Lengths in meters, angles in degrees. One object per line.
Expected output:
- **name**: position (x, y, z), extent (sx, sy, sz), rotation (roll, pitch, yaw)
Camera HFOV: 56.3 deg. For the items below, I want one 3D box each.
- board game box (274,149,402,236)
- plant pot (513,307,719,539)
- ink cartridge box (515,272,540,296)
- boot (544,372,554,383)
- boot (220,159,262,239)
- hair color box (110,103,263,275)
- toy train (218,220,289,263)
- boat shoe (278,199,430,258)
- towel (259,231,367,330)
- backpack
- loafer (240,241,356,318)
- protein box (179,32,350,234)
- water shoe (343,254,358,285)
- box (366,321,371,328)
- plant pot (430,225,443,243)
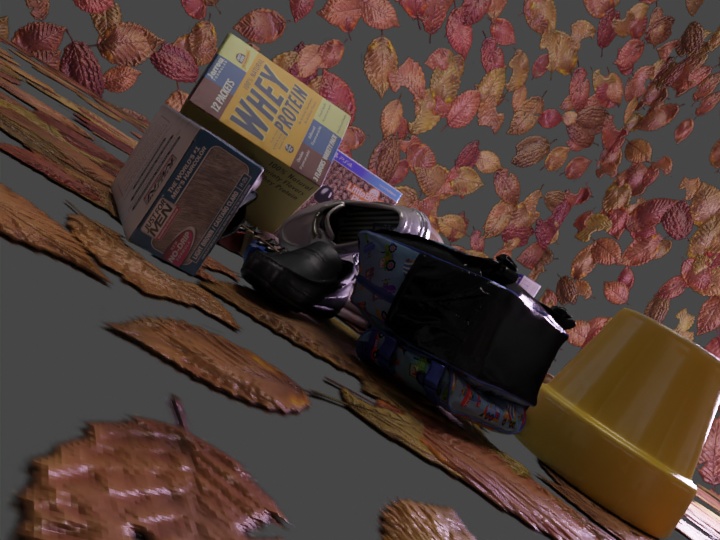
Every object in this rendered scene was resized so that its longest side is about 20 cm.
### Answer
- **board game box**: position (-0.047, -0.106, 1.262), extent (0.159, 0.201, 0.097), rotation (31, 3, -17)
- **plant pot**: position (0.300, 0.156, 0.751), extent (0.200, 0.190, 0.201), rotation (33, 2, -1)
- **ink cartridge box**: position (0.281, 0.100, 1.362), extent (0.044, 0.201, 0.094), rotation (32, 3, -5)
- **boot**: position (0.243, 0.182, 0.949), extent (0.075, 0.074, 0.200), rotation (21, 9, -19)
- **boot**: position (-0.152, -0.079, 0.767), extent (0.097, 0.075, 0.200), rotation (39, 26, 14)
- **hair color box**: position (-0.157, -0.078, 0.577), extent (0.060, 0.100, 0.200), rotation (32, 3, -29)
- **toy train**: position (-0.139, -0.039, 0.769), extent (0.046, 0.034, 0.200), rotation (10, 15, -41)
- **boat shoe**: position (-0.022, -0.053, 0.748), extent (0.199, 0.074, 0.067), rotation (-5, -16, 32)
- **towel**: position (-0.042, 0.020, 0.890), extent (0.190, 0.032, 0.200), rotation (31, 2, -26)
- **backpack**: position (0.071, 0.045, 0.637), extent (0.199, 0.135, 0.182), rotation (25, -4, 41)
- **loafer**: position (-0.054, 0.002, 0.657), extent (0.068, 0.071, 0.200), rotation (33, 3, 18)
- **protein box**: position (-0.158, -0.173, 0.937), extent (0.198, 0.136, 0.200), rotation (31, -33, -18)
- **water shoe**: position (0.000, 0.000, 0.993), extent (0.078, 0.072, 0.200), rotation (2, -11, 24)
- **box**: position (0.100, 0.095, 0.797), extent (0.200, 0.036, 0.143), rotation (38, 13, -1)
- **plant pot**: position (0.090, -0.008, 1.537), extent (0.199, 0.201, 0.174), rotation (33, 20, 3)
